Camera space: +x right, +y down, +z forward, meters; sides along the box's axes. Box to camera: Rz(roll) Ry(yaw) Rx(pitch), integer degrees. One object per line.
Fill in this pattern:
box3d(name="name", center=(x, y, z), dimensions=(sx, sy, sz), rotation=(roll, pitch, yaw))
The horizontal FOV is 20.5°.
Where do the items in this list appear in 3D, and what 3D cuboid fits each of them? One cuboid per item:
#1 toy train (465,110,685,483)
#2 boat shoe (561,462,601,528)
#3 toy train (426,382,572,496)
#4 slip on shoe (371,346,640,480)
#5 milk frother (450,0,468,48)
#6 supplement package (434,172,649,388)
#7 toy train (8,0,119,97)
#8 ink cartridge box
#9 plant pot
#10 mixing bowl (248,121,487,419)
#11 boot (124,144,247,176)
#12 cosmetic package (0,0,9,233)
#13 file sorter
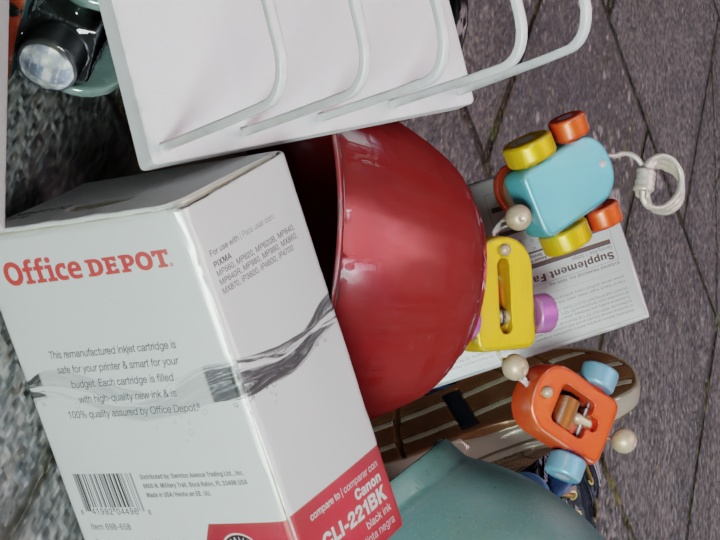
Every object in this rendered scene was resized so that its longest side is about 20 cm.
box3d(name="toy train", center=(0.111, 0.012, 1.153), dimensions=(0.150, 0.055, 0.202), rotation=(27, 74, -30))
box3d(name="boat shoe", center=(0.146, 0.156, 1.552), dimensions=(0.200, 0.070, 0.092), rotation=(53, 29, -49))
box3d(name="toy train", center=(0.087, 0.130, 1.377), dimensions=(0.087, 0.113, 0.201), rotation=(56, 32, -48))
box3d(name="slip on shoe", center=(0.088, 0.109, 1.300), dimensions=(0.076, 0.198, 0.061), rotation=(-119, -167, -51))
box3d(name="milk frother", center=(-0.008, -0.206, 1.121), dimensions=(0.180, 0.187, 0.202), rotation=(-152, -102, -76))
box3d(name="supplement package", center=(0.082, 0.002, 1.276), dimensions=(0.200, 0.154, 0.112), rotation=(163, -91, -88))
box3d(name="toy train", center=(-0.148, -0.170, 0.993), dimensions=(0.086, 0.113, 0.201), rotation=(113, -3, -48))
box3d(name="ink cartridge box", center=(-0.083, 0.054, 0.964), dimensions=(0.084, 0.143, 0.202), rotation=(-35, 112, -47))
box3d(name="plant pot", center=(0.046, 0.188, 1.193), dimensions=(0.134, 0.200, 0.200), rotation=(51, 22, 7))
box3d(name="mixing bowl", center=(0.000, 0.000, 1.073), dimensions=(0.107, 0.200, 0.202), rotation=(7, 66, -22))
box3d(name="boot", center=(-0.088, -0.086, 1.032), dimensions=(0.146, 0.070, 0.202), rotation=(98, 7, -71))
box3d(name="cosmetic package", center=(-0.210, -0.116, 0.846), dimensions=(0.108, 0.084, 0.202), rotation=(35, 47, -60))
box3d(name="file sorter", center=(-0.007, -0.141, 0.927), dimensions=(0.199, 0.124, 0.140), rotation=(-14, 90, -38))
